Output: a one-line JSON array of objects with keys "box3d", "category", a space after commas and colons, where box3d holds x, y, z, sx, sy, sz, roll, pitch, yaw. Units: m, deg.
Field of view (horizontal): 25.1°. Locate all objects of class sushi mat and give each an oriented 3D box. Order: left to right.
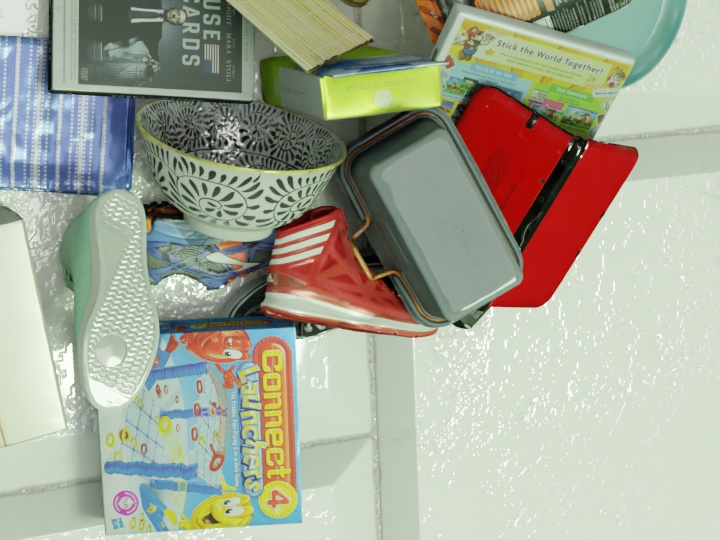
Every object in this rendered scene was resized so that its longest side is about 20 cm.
[{"box3d": [-0.085, -0.260, 1.507, 0.200, 0.012, 0.095, 43, 49, 18], "category": "sushi mat"}]

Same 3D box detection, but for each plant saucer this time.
[{"box3d": [0.264, -0.291, 1.708, 0.198, 0.027, 0.203, -11, 111, -30], "category": "plant saucer"}]

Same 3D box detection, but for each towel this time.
[{"box3d": [-0.307, -0.144, 1.512, 0.198, 0.024, 0.147, 2, 97, -23], "category": "towel"}]

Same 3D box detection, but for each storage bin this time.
[{"box3d": [0.063, -0.042, 1.490, 0.145, 0.134, 0.201, -29, 96, -1], "category": "storage bin"}]

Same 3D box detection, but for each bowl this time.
[{"box3d": [-0.118, -0.087, 1.522, 0.199, 0.201, 0.095, 2, 114, -23], "category": "bowl"}]

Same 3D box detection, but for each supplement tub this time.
[{"box3d": [0.156, -0.279, 1.585, 0.198, 0.123, 0.123, -22, 108, 8], "category": "supplement tub"}]

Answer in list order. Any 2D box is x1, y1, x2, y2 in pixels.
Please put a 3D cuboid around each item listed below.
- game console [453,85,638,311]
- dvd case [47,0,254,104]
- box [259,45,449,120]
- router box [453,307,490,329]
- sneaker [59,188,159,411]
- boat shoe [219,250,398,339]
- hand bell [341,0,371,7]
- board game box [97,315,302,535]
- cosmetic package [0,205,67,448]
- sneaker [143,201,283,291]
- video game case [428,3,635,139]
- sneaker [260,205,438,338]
[{"box3d": [0.153, -0.070, 1.615, 0.171, 0.119, 0.201, 32, 112, 5], "category": "game console"}, {"box3d": [-0.196, -0.238, 1.530, 0.198, 0.025, 0.152, 1, 89, -22], "category": "dvd case"}, {"box3d": [-0.008, -0.179, 1.535, 0.121, 0.200, 0.048, -10, 105, -20], "category": "box"}, {"box3d": [0.121, -0.062, 1.684, 0.200, 0.062, 0.150, -46, 113, -10], "category": "router box"}, {"box3d": [-0.240, 0.034, 1.512, 0.073, 0.118, 0.203, 6, 78, -26], "category": "sneaker"}, {"box3d": [-0.045, 0.034, 1.628, 0.198, 0.068, 0.073, -17, 105, -20], "category": "boat shoe"}, {"box3d": [0.065, -0.335, 1.616, 0.199, 0.104, 0.105, -20, 107, -32], "category": "hand bell"}, {"box3d": [-0.157, 0.150, 1.579, 0.193, 0.056, 0.203, -3, 101, -5], "category": "board game box"}, {"box3d": [-0.331, 0.050, 1.493, 0.072, 0.103, 0.202, -15, 104, -19], "category": "cosmetic package"}, {"box3d": [-0.131, -0.019, 1.590, 0.198, 0.075, 0.079, 5, 108, -17], "category": "sneaker"}, {"box3d": [0.145, -0.158, 1.586, 0.198, 0.023, 0.183, 11, 124, -22], "category": "video game case"}, {"box3d": [0.000, 0.000, 1.566, 0.199, 0.078, 0.117, 10, 85, -39], "category": "sneaker"}]
